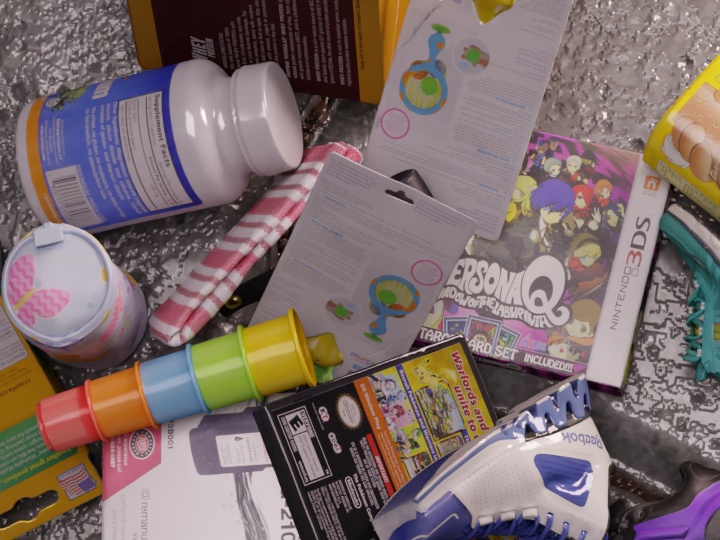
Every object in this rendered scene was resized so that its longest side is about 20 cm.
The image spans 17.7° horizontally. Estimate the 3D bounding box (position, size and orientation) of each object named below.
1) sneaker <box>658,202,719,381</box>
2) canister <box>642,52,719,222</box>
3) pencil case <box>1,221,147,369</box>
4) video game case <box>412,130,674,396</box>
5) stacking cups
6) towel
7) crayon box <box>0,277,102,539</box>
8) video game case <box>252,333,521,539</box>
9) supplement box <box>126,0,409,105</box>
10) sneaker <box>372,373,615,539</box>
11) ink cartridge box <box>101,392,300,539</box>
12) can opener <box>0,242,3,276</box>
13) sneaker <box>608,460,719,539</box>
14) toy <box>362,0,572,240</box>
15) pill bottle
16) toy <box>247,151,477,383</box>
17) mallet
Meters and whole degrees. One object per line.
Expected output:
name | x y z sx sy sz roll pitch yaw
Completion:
sneaker | 0.268 0.043 1.686 0.079 0.077 0.201 -30 79 11
canister | 0.324 -0.073 1.689 0.200 0.087 0.149 40 72 12
pencil case | -0.207 0.021 1.699 0.083 0.200 0.091 4 83 2
video game case | 0.122 -0.016 1.743 0.199 0.036 0.182 14 77 11
stacking cups | -0.133 0.085 1.665 0.199 0.061 0.061 -18 74 6
towel | -0.080 -0.018 1.720 0.030 0.146 0.200 43 85 -8
crayon box | -0.289 0.102 1.731 0.125 0.052 0.201 -27 108 0
video game case | 0.036 0.165 1.649 0.180 0.025 0.201 -18 84 -32
supplement box | -0.067 -0.249 1.728 0.199 0.198 0.133 9 55 10
sneaker | 0.116 0.163 1.632 0.199 0.080 0.116 -30 88 -35
ink cartridge box | -0.085 0.169 1.700 0.199 0.084 0.146 -3 75 7
can opener | -0.309 -0.008 1.802 0.066 0.052 0.201 -24 69 38
sneaker | 0.201 0.220 1.662 0.099 0.070 0.200 39 80 22
toy | 0.081 -0.137 1.711 0.115 0.047 0.201 21 114 12
pill bottle | -0.149 -0.097 1.746 0.199 0.112 0.113 -12 74 16
toy | 0.000 0.000 1.683 0.115 0.201 0.047 25 38 -3
mallet | -0.020 -0.002 1.736 0.200 0.041 0.066 -33 99 26
